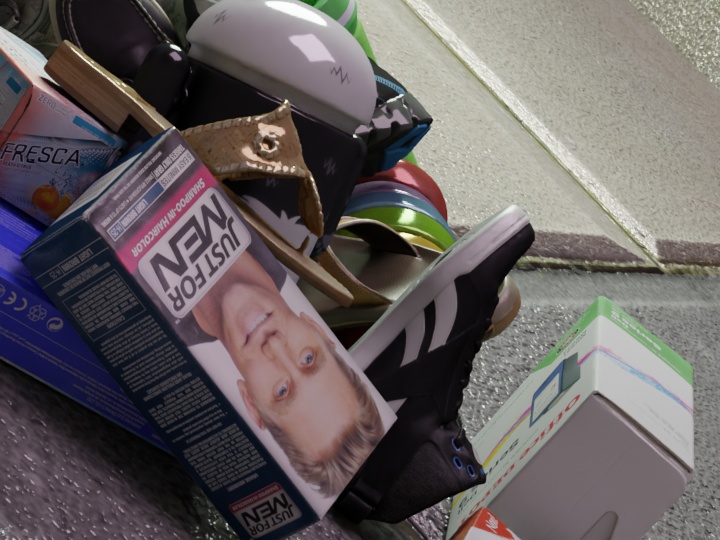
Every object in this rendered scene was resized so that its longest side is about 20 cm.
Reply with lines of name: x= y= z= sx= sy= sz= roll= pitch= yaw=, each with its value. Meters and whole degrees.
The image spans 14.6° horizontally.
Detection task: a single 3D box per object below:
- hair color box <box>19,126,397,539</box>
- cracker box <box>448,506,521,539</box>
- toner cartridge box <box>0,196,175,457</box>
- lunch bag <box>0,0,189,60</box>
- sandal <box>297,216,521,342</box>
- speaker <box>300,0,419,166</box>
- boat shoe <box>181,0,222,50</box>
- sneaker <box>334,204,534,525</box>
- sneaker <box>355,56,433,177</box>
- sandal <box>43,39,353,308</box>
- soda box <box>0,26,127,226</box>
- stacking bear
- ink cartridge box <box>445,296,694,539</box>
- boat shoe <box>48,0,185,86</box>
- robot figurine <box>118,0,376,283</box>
hair color box: x=-0.077 y=0.036 z=1.467 sx=0.200 sy=0.060 sz=0.100 roll=53 pitch=41 yaw=-11
cracker box: x=0.114 y=0.232 z=1.565 sx=0.200 sy=0.058 sz=0.134 roll=42 pitch=16 yaw=1
toner cartridge box: x=-0.158 y=0.023 z=1.499 sx=0.199 sy=0.043 sz=0.095 roll=33 pitch=18 yaw=-30
lunch bag: x=-0.199 y=-0.204 z=1.835 sx=0.200 sy=0.139 sz=0.169 roll=6 pitch=57 yaw=-60
sandal: x=0.000 y=0.000 z=1.708 sx=0.054 sy=0.199 sz=0.081 roll=76 pitch=29 yaw=-43
speaker: x=-0.016 y=-0.105 z=1.915 sx=0.089 sy=0.088 sz=0.201 roll=-113 pitch=179 yaw=-56
boat shoe: x=-0.081 y=-0.153 z=1.772 sx=0.075 sy=0.061 sz=0.200 roll=5 pitch=13 yaw=0
sneaker: x=0.051 y=0.065 z=1.634 sx=0.112 sy=0.200 sz=0.073 roll=46 pitch=-7 yaw=-2
sneaker: x=-0.044 y=-0.091 z=1.773 sx=0.199 sy=0.073 sz=0.082 roll=-17 pitch=65 yaw=-51
sandal: x=-0.069 y=-0.071 z=1.523 sx=0.211 sy=0.070 sz=0.078 roll=38 pitch=3 yaw=-1
soda box: x=-0.198 y=-0.089 z=1.578 sx=0.068 sy=0.064 sz=0.200 roll=32 pitch=6 yaw=-28
stacking bear: x=0.015 y=0.021 z=1.799 sx=0.121 sy=0.114 sz=0.200 roll=34 pitch=23 yaw=-24
ink cartridge box: x=0.132 y=0.118 z=1.738 sx=0.087 sy=0.145 sz=0.200 roll=39 pitch=17 yaw=-7
boat shoe: x=-0.125 y=-0.104 z=1.749 sx=0.201 sy=0.072 sz=0.065 roll=63 pitch=-12 yaw=-26
robot figurine: x=-0.072 y=-0.062 z=1.625 sx=0.124 sy=0.201 sz=0.150 roll=26 pitch=2 yaw=6
